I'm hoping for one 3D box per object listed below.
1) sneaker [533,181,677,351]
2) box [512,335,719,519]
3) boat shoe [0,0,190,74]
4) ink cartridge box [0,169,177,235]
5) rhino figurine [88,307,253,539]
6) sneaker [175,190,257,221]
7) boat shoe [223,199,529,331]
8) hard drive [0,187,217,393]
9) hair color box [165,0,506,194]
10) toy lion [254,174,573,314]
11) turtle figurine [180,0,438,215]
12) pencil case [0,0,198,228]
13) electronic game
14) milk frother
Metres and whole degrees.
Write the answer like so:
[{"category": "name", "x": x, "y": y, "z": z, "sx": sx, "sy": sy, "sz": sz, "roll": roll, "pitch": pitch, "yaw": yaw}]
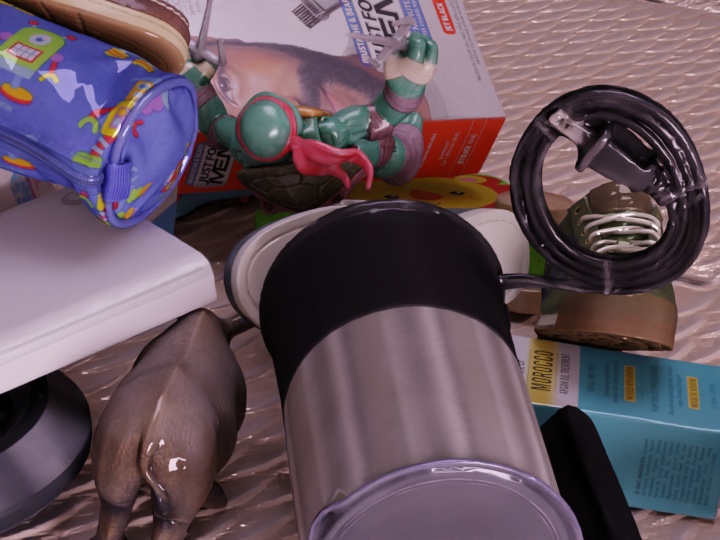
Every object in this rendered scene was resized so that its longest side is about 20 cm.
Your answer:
[{"category": "sneaker", "x": 0.128, "y": -0.005, "z": 1.120, "sx": 0.067, "sy": 0.091, "sz": 0.200, "roll": 10, "pitch": -3, "yaw": -1}, {"category": "box", "x": 0.082, "y": 0.070, "z": 1.069, "sx": 0.198, "sy": 0.050, "sz": 0.082, "roll": 9, "pitch": 22, "yaw": 3}, {"category": "boat shoe", "x": -0.164, "y": -0.155, "z": 1.064, "sx": 0.199, "sy": 0.072, "sz": 0.072, "roll": 20, "pitch": -18, "yaw": 24}, {"category": "ink cartridge box", "x": -0.213, "y": -0.039, "z": 1.144, "sx": 0.199, "sy": 0.129, "sz": 0.125, "roll": -14, "pitch": 30, "yaw": -39}, {"category": "rhino figurine", "x": -0.082, "y": 0.065, "z": 0.981, "sx": 0.059, "sy": 0.088, "sz": 0.200, "roll": 9, "pitch": 22, "yaw": 3}, {"category": "sneaker", "x": -0.115, "y": -0.089, "z": 1.339, "sx": 0.079, "sy": 0.096, "sz": 0.199, "roll": 18, "pitch": 23, "yaw": 37}, {"category": "boat shoe", "x": 0.000, "y": 0.000, "z": 1.070, "sx": 0.199, "sy": 0.073, "sz": 0.062, "roll": -7, "pitch": 9, "yaw": -44}, {"category": "hard drive", "x": -0.184, "y": 0.020, "z": 0.981, "sx": 0.199, "sy": 0.027, "sz": 0.132, "roll": -23, "pitch": 31, "yaw": -28}, {"category": "hair color box", "x": -0.024, "y": -0.113, "z": 1.291, "sx": 0.199, "sy": 0.064, "sz": 0.111, "roll": -6, "pitch": 58, "yaw": -20}, {"category": "toy lion", "x": 0.023, "y": -0.026, "z": 1.287, "sx": 0.199, "sy": 0.069, "sz": 0.191, "roll": -6, "pitch": 18, "yaw": -28}, {"category": "turtle figurine", "x": -0.032, "y": -0.078, "z": 1.118, "sx": 0.149, "sy": 0.101, "sz": 0.200, "roll": 7, "pitch": -7, "yaw": 13}, {"category": "pencil case", "x": -0.177, "y": -0.087, "z": 1.013, "sx": 0.199, "sy": 0.078, "sz": 0.087, "roll": 22, "pitch": 42, "yaw": 15}, {"category": "electronic game", "x": -0.220, "y": 0.079, "z": 0.963, "sx": 0.198, "sy": 0.042, "sz": 0.200, "roll": -1, "pitch": 24, "yaw": 0}, {"category": "milk frother", "x": 0.062, "y": 0.040, "z": 0.907, "sx": 0.179, "sy": 0.201, "sz": 0.189, "roll": 11, "pitch": 32, "yaw": -16}]
